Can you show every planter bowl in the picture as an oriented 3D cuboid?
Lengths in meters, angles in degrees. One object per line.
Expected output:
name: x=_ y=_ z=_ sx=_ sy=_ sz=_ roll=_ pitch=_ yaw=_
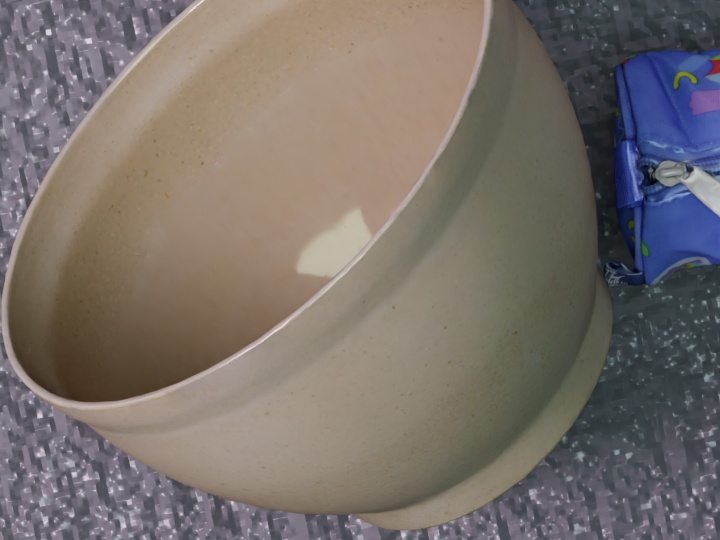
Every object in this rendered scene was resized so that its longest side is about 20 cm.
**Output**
planter bowl: x=0.000 y=0.000 z=0.934 sx=0.200 sy=0.200 sz=0.135 roll=-44 pitch=122 yaw=3

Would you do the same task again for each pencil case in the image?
pencil case: x=0.177 y=-0.043 z=0.953 sx=0.198 sy=0.087 sz=0.079 roll=-6 pitch=97 yaw=11
